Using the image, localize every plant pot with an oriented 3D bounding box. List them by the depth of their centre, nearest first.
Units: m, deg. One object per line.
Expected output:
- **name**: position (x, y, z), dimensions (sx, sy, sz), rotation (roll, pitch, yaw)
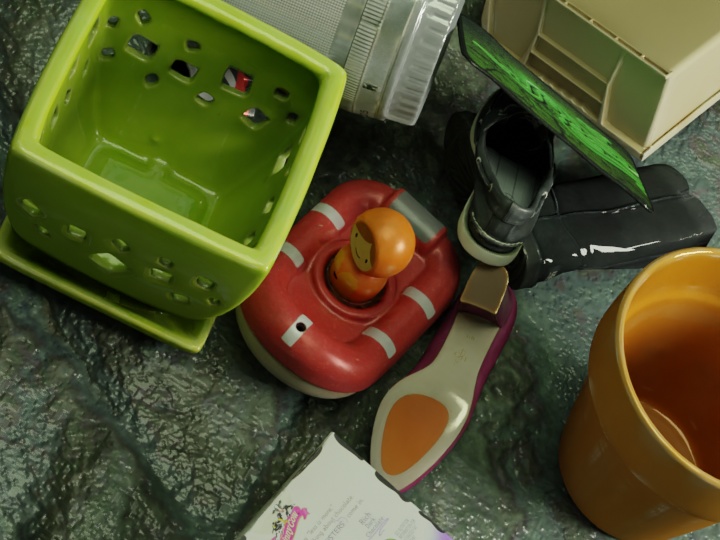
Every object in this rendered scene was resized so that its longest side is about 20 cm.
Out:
- **plant pot**: position (-0.148, -0.071, 1.387), dimensions (0.199, 0.182, 0.200), rotation (25, 54, -6)
- **plant pot**: position (0.242, 0.114, 1.442), dimensions (0.198, 0.183, 0.202), rotation (10, 58, -17)

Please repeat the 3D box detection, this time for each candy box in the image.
- **candy box**: position (-0.004, 0.243, 1.330), dimensions (0.200, 0.072, 0.168), rotation (42, 54, 4)

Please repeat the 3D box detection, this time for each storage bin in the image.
- **storage bin**: position (0.239, -0.228, 1.678), dimensions (0.198, 0.094, 0.199), rotation (39, 53, 22)

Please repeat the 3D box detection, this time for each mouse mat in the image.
- **mouse mat**: position (0.153, -0.129, 1.524), dimensions (0.200, 0.008, 0.161), rotation (39, 16, -12)

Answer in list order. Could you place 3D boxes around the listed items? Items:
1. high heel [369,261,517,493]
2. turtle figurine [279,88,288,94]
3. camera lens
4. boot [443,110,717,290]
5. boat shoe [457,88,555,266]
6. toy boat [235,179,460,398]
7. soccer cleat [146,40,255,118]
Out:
- **high heel**: position (0.063, 0.091, 1.475), dimensions (0.067, 0.096, 0.202), rotation (20, 73, 11)
- **turtle figurine**: position (-0.005, -0.218, 1.568), dimensions (0.198, 0.064, 0.163), rotation (9, 67, 22)
- **camera lens**: position (-0.025, -0.214, 1.448), dimensions (0.198, 0.160, 0.161), rotation (22, 54, 1)
- **boot**: position (0.183, -0.070, 1.599), dimensions (0.198, 0.066, 0.166), rotation (-11, 67, -27)
- **boat shoe**: position (0.122, -0.093, 1.498), dimensions (0.074, 0.066, 0.200), rotation (27, 44, -4)
- **toy boat**: position (0.000, 0.000, 1.439), dimensions (0.130, 0.131, 0.200), rotation (42, 54, 5)
- **soccer cleat**: position (-0.131, -0.196, 1.541), dimensions (0.084, 0.069, 0.202), rotation (9, 63, -23)
